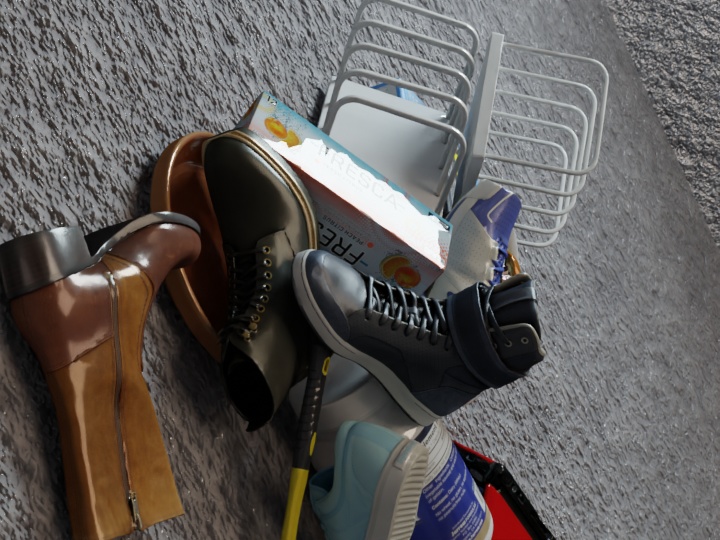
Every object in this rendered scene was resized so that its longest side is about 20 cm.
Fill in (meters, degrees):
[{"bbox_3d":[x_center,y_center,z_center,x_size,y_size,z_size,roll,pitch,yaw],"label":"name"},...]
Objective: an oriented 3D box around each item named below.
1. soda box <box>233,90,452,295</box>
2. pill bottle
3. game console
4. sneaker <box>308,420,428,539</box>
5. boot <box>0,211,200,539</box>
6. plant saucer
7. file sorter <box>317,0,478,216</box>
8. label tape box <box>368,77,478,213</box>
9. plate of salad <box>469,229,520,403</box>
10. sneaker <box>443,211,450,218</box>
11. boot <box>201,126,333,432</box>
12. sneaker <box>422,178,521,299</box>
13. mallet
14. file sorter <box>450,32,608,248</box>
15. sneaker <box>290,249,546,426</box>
[{"bbox_3d":[-0.022,-0.054,1.091,0.199,0.064,0.069,35,35,-14],"label":"soda box"},{"bbox_3d":[0.025,0.165,1.144,0.201,0.115,0.116,61,25,-21],"label":"pill bottle"},{"bbox_3d":[0.130,0.285,1.347,0.119,0.172,0.201,-47,126,-17],"label":"game console"},{"bbox_3d":[-0.003,0.193,1.064,0.074,0.081,0.201,-38,151,-49],"label":"sneaker"},{"bbox_3d":[-0.145,0.067,0.894,0.188,0.068,0.202,-14,87,-68],"label":"boot"},{"bbox_3d":[-0.109,-0.012,1.082,0.200,0.032,0.202,49,32,-44],"label":"plant saucer"},{"bbox_3d":[0.035,-0.155,1.311,0.201,0.137,0.125,-79,-173,-50],"label":"file sorter"},{"bbox_3d":[0.070,-0.105,1.518,0.200,0.063,0.146,37,42,-54],"label":"label tape box"},{"bbox_3d":[0.123,0.036,1.317,0.200,0.048,0.202,-31,127,-54],"label":"plate of salad"},{"bbox_3d":[0.077,0.037,1.377,0.081,0.073,0.202,67,41,-76],"label":"sneaker"},{"bbox_3d":[-0.081,0.005,1.004,0.201,0.077,0.138,64,28,-15],"label":"boot"},{"bbox_3d":[0.102,0.033,1.178,0.200,0.115,0.081,-57,156,-4],"label":"sneaker"},{"bbox_3d":[-0.050,0.154,0.995,0.066,0.041,0.202,6,91,-64],"label":"mallet"},{"bbox_3d":[0.169,-0.124,1.390,0.200,0.123,0.140,100,1,-68],"label":"file sorter"},{"bbox_3d":[0.054,0.028,1.016,0.202,0.145,0.077,42,35,-36],"label":"sneaker"}]
